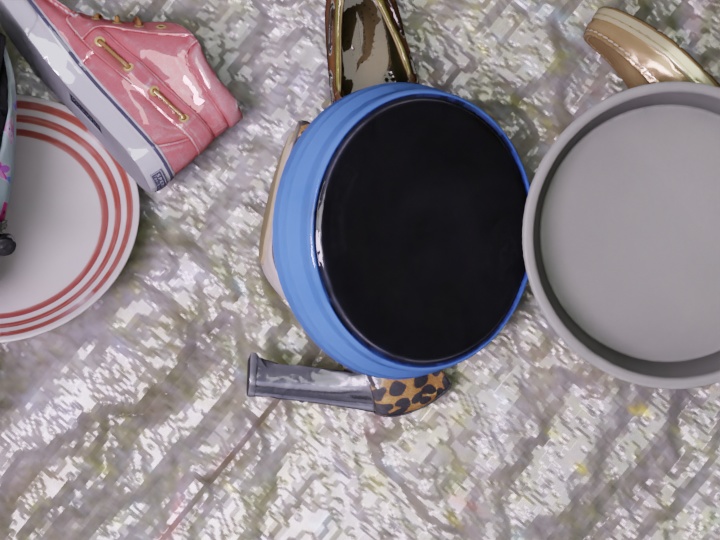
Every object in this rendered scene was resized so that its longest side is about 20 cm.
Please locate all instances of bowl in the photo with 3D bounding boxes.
[{"bbox_3d":[0.035,-0.026,1.229,0.200,0.039,0.201,-1,92,-34],"label":"bowl"}]

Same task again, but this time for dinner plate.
[{"bbox_3d":[-0.255,-0.035,1.294,0.200,0.024,0.200,1,62,-2],"label":"dinner plate"}]

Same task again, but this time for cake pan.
[{"bbox_3d":[0.205,-0.023,1.207,0.200,0.037,0.201,0,92,0],"label":"cake pan"}]

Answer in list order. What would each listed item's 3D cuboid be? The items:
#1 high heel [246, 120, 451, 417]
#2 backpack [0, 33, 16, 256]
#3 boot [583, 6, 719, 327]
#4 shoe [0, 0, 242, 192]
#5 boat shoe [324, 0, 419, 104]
[{"bbox_3d":[0.000,0.000,1.284,0.142,0.071,0.200,7,84,-7],"label":"high heel"},{"bbox_3d":[-0.307,-0.078,1.230,0.167,0.127,0.200,15,63,-14],"label":"backpack"},{"bbox_3d":[0.191,-0.067,1.261,0.155,0.073,0.200,-45,90,2],"label":"boot"},{"bbox_3d":[-0.175,-0.154,1.303,0.091,0.071,0.200,-39,78,-14],"label":"shoe"},{"bbox_3d":[0.009,-0.112,1.280,0.072,0.068,0.200,-15,86,2],"label":"boat shoe"}]
